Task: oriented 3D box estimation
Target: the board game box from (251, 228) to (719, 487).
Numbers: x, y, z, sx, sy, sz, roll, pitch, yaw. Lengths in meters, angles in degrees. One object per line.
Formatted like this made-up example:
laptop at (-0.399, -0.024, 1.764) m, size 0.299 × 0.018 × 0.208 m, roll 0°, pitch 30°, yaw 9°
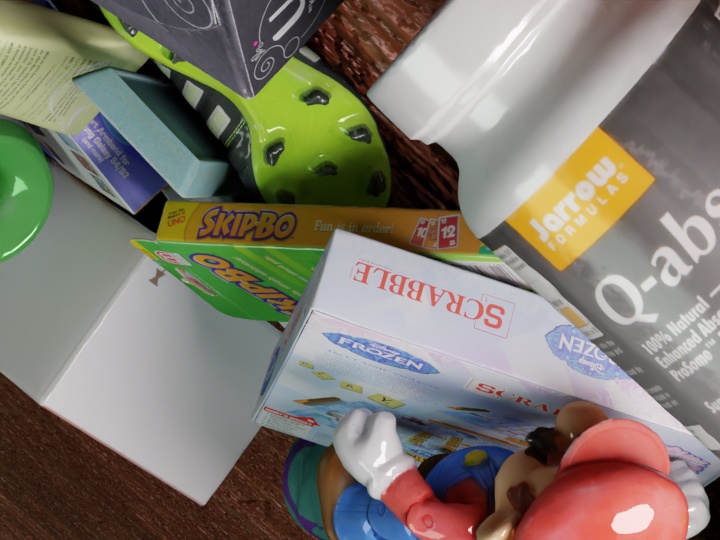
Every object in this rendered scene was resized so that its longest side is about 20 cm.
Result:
board game box at (0.060, 0.058, 1.066) m, size 0.199 × 0.041 × 0.200 m, roll 18°, pitch 160°, yaw -5°

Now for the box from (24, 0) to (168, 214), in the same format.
box at (-0.163, -0.098, 1.194) m, size 0.119 × 0.041 × 0.200 m, roll 52°, pitch 172°, yaw -27°

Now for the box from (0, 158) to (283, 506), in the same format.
box at (-0.155, 0.018, 1.300) m, size 0.200 × 0.107 × 0.152 m, roll 33°, pitch 175°, yaw 43°

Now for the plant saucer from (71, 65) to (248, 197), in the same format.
plant saucer at (-0.084, -0.064, 1.075) m, size 0.070 × 0.019 × 0.200 m, roll 46°, pitch -174°, yaw 2°

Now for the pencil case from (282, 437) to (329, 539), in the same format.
pencil case at (0.042, 0.127, 1.282) m, size 0.092 × 0.086 × 0.200 m, roll 26°, pitch 171°, yaw -33°

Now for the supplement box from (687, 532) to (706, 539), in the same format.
supplement box at (0.139, 0.166, 1.137) m, size 0.068 × 0.067 × 0.200 m, roll 9°, pitch 160°, yaw 21°

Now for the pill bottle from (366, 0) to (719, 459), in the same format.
pill bottle at (0.106, -0.028, 0.794) m, size 0.200 × 0.117 × 0.116 m, roll 42°, pitch 160°, yaw -3°

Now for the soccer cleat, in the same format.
soccer cleat at (-0.052, -0.091, 1.043) m, size 0.200 × 0.067 × 0.081 m, roll 47°, pitch -171°, yaw -39°

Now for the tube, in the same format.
tube at (-0.192, -0.106, 1.045) m, size 0.199 × 0.052 × 0.058 m, roll 15°, pitch 180°, yaw -35°

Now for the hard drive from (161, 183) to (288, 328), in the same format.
hard drive at (-0.033, 0.017, 1.220) m, size 0.200 × 0.027 × 0.132 m, roll 49°, pitch 179°, yaw -21°

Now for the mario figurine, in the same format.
mario figurine at (0.068, 0.086, 0.998) m, size 0.200 × 0.123 × 0.107 m, roll -2°, pitch 113°, yaw 57°

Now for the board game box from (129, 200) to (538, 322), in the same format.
board game box at (0.000, 0.000, 1.055) m, size 0.199 × 0.030 × 0.096 m, roll 0°, pitch 157°, yaw 29°

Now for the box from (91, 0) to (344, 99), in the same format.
box at (-0.088, -0.177, 0.834) m, size 0.199 × 0.115 × 0.132 m, roll 32°, pitch 159°, yaw 22°

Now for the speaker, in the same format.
speaker at (-0.238, -0.076, 1.248) m, size 0.200 × 0.088 × 0.089 m, roll 39°, pitch 166°, yaw 48°

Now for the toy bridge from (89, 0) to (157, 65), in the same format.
toy bridge at (-0.114, -0.144, 1.083) m, size 0.067 × 0.027 × 0.200 m, roll 13°, pitch 147°, yaw 54°
